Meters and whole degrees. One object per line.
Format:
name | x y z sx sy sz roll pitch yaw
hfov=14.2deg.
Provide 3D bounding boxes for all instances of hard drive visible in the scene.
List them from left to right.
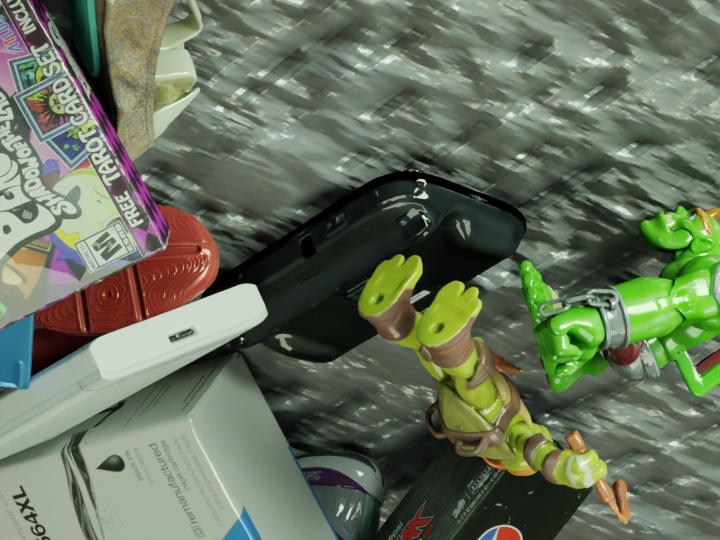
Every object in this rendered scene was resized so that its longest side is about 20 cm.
hard drive | -0.160 0.067 1.620 0.200 0.027 0.132 -28 175 43

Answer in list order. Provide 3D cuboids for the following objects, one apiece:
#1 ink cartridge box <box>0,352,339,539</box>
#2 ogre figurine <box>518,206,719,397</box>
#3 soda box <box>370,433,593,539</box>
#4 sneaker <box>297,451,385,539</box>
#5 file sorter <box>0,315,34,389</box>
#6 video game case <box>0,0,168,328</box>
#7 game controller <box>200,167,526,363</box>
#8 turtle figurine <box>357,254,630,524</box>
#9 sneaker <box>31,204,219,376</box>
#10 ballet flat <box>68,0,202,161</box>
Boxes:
ink cartridge box | -0.136 0.151 1.773 0.200 0.084 0.146 -18 110 30
ogre figurine | 0.152 0.025 1.565 0.120 0.098 0.200 -14 156 3
soda box | 0.050 0.181 1.776 0.071 0.063 0.200 29 104 -35
sneaker | -0.084 0.165 1.836 0.200 0.088 0.074 -4 154 13
file sorter | -0.262 -0.033 1.503 0.200 0.123 0.139 7 149 -4
video game case | -0.216 -0.060 1.375 0.181 0.036 0.200 -25 107 8
game controller | 0.000 0.000 1.619 0.104 0.042 0.200 10 152 -38
turtle figurine | 0.059 0.063 1.576 0.064 0.200 0.161 -40 128 -2
sneaker | -0.163 0.016 1.648 0.200 0.079 0.116 -12 168 14
ballet flat | -0.111 -0.104 1.432 0.067 0.068 0.200 -17 155 -17
